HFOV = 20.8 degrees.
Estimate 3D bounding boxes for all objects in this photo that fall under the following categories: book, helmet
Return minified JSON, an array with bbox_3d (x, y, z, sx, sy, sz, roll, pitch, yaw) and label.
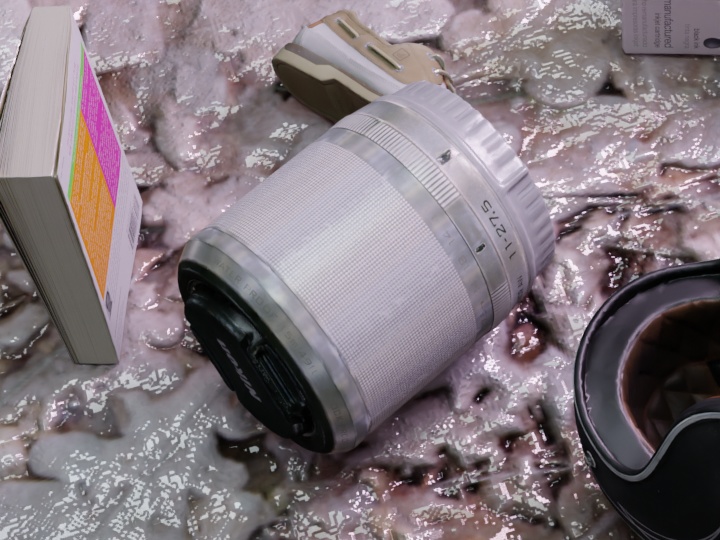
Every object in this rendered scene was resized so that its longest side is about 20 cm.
[{"bbox_3d":[-0.178,-0.051,1.241,0.048,0.201,0.134,-1,55,9],"label":"book"},{"bbox_3d":[0.221,0.082,1.092,0.199,0.190,0.202,10,68,-27],"label":"helmet"}]

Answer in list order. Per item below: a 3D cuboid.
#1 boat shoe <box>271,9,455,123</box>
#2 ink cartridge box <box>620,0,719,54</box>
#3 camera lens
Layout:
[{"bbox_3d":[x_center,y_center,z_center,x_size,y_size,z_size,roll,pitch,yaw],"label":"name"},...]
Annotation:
[{"bbox_3d":[0.031,-0.120,1.333,0.199,0.075,0.068,33,72,28],"label":"boat shoe"},{"bbox_3d":[0.275,-0.221,1.320,0.198,0.146,0.085,2,56,11],"label":"ink cartridge box"},{"bbox_3d":[0.000,0.000,1.202,0.200,0.160,0.160,-39,58,-18],"label":"camera lens"}]
